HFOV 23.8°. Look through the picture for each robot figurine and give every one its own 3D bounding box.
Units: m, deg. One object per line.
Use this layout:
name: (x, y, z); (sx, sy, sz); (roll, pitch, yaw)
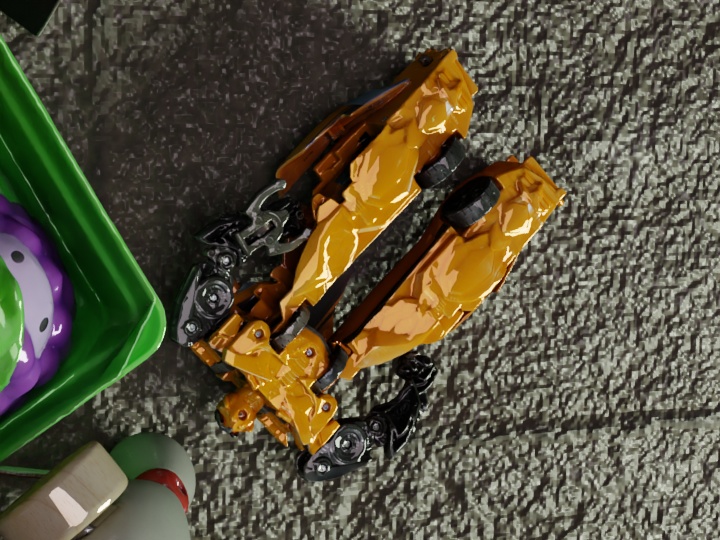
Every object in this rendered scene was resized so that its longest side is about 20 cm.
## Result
robot figurine: (0.000, 0.000, 0.806); (0.200, 0.058, 0.145); (-46, 111, -13)

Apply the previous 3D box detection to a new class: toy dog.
toy dog: (-0.110, 0.124, 0.697); (0.096, 0.200, 0.132); (-34, 75, 1)

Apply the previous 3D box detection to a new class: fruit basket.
fruit basket: (-0.176, -0.013, 0.647); (0.155, 0.215, 0.217); (-35, 109, -17)

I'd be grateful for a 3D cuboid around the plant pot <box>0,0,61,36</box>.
plant pot: (-0.143, -0.231, 0.649); (0.177, 0.199, 0.201); (31, 84, -13)
